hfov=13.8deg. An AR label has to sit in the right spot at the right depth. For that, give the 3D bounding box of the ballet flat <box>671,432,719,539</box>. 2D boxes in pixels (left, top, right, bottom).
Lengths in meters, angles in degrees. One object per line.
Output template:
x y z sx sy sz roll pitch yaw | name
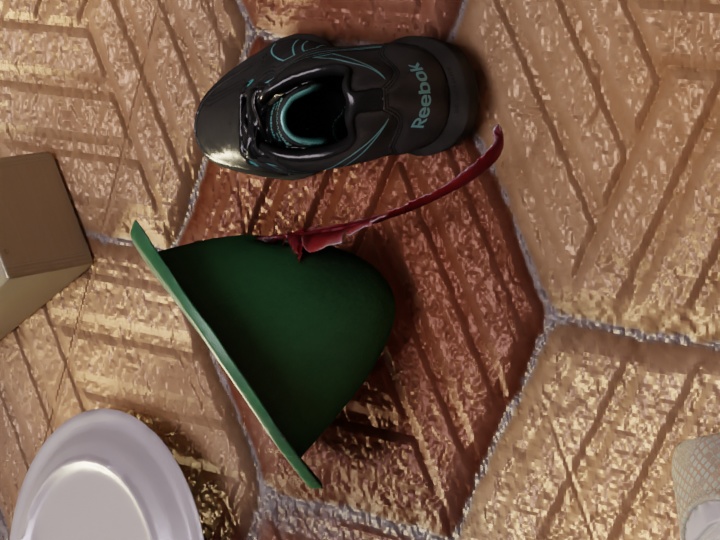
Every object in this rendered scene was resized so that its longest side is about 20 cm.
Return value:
0.189 0.153 1.325 0.200 0.062 0.068 55 133 26 | ballet flat

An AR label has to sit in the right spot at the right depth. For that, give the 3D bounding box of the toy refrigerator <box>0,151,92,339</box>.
-0.249 0.008 1.780 0.200 0.070 0.076 -35 72 47 | toy refrigerator

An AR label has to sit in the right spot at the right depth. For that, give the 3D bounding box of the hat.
0.000 0.000 1.531 0.166 0.176 0.200 56 177 -32 | hat

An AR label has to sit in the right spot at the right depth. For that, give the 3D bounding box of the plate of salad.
-0.140 0.180 1.713 0.200 0.048 0.201 -3 86 50 | plate of salad

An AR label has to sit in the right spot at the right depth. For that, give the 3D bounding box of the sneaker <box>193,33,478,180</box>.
-0.031 -0.085 1.510 0.200 0.079 0.076 -8 92 50 | sneaker
